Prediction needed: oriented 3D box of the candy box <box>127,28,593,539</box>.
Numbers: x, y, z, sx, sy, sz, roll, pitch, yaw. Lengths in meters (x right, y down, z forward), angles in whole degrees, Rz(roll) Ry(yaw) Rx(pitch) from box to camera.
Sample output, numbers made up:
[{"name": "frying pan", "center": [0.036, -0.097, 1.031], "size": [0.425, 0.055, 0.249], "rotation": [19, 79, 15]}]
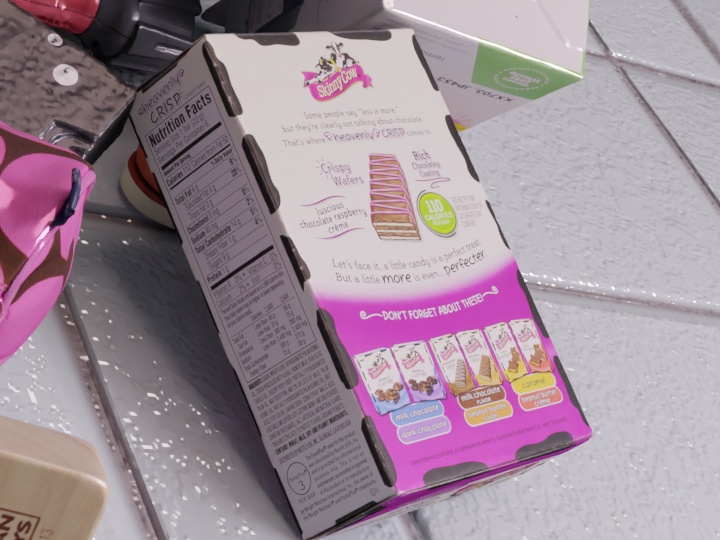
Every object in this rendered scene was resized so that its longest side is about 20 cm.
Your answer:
[{"name": "candy box", "center": [0.000, 0.000, 0.830], "size": [0.136, 0.061, 0.200], "rotation": [-8, 72, -49]}]

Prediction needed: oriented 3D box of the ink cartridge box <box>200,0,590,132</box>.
[{"name": "ink cartridge box", "center": [0.008, -0.111, 0.986], "size": [0.117, 0.200, 0.067], "rotation": [15, 71, -29]}]

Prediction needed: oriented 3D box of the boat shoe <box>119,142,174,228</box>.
[{"name": "boat shoe", "center": [-0.018, -0.048, 0.941], "size": [0.200, 0.063, 0.071], "rotation": [7, 38, -40]}]

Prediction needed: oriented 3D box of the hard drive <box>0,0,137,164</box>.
[{"name": "hard drive", "center": [-0.207, -0.076, 0.774], "size": [0.200, 0.038, 0.140], "rotation": [35, 54, 0]}]

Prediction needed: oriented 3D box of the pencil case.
[{"name": "pencil case", "center": [-0.190, -0.045, 0.684], "size": [0.200, 0.091, 0.094], "rotation": [28, 40, 0]}]

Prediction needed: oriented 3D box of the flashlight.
[{"name": "flashlight", "center": [-0.165, -0.130, 0.914], "size": [0.200, 0.068, 0.068], "rotation": [11, 77, -39]}]

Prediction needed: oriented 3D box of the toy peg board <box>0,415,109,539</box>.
[{"name": "toy peg board", "center": [-0.194, 0.082, 0.470], "size": [0.199, 0.200, 0.098], "rotation": [19, 19, -25]}]
